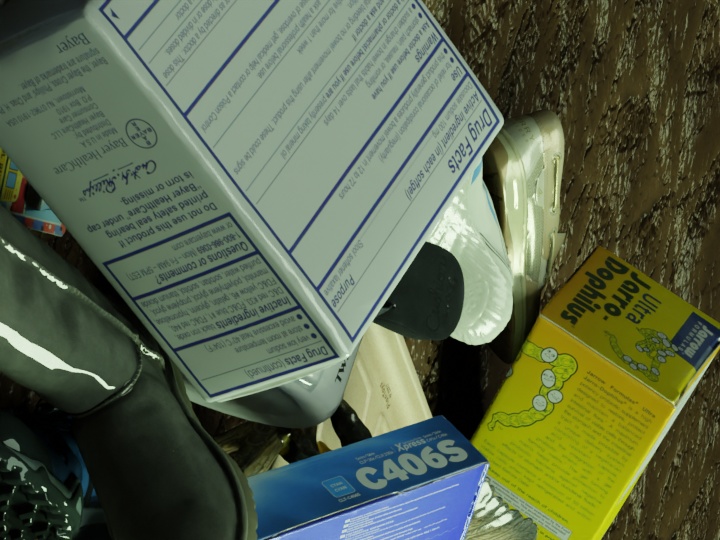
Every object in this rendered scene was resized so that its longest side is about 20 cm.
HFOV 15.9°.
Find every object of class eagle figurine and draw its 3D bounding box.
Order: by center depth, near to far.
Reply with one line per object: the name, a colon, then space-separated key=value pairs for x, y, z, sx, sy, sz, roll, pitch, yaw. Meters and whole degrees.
eagle figurine: x=0.005 y=0.144 z=1.441 sx=0.201 sy=0.151 sz=0.151 roll=61 pitch=28 yaw=-25

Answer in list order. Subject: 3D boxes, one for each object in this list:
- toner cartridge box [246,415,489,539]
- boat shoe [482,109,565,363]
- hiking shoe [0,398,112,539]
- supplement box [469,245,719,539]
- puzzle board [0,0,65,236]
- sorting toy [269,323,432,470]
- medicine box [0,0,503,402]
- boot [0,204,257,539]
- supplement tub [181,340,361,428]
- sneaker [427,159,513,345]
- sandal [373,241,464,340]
toner cartridge box: x=-0.032 y=0.143 z=1.281 sx=0.199 sy=0.043 sz=0.096 roll=-15 pitch=134 yaw=-38
boat shoe: x=0.107 y=-0.021 z=1.703 sx=0.065 sy=0.072 sz=0.201 roll=-24 pitch=136 yaw=-20
hiking shoe: x=-0.153 y=0.091 z=1.225 sx=0.200 sy=0.074 sz=0.087 roll=56 pitch=34 yaw=-65
supplement box: x=0.146 y=0.105 z=1.743 sx=0.109 sy=0.109 sz=0.201 roll=-45 pitch=165 yaw=-52
puzzle board: x=-0.154 y=-0.123 z=1.182 sx=0.151 sy=0.017 sz=0.202 roll=15 pitch=85 yaw=-66
sorting toy: x=-0.023 y=0.136 z=1.566 sx=0.201 sy=0.036 sz=0.186 roll=-60 pitch=149 yaw=-29
medicine box: x=-0.055 y=-0.077 z=1.178 sx=0.200 sy=0.103 sz=0.182 roll=53 pitch=45 yaw=-19
boot: x=-0.134 y=0.040 z=1.106 sx=0.072 sy=0.182 sz=0.200 roll=-35 pitch=144 yaw=2
supplement tub: x=-0.041 y=-0.030 z=1.344 sx=0.123 sy=0.122 sz=0.201 roll=51 pitch=54 yaw=-60
sneaker: x=0.048 y=-0.048 z=1.622 sx=0.073 sy=0.071 sz=0.201 roll=-130 pitch=-156 yaw=-61
sandal: x=0.000 y=-0.001 z=1.493 sx=0.199 sy=0.043 sz=0.077 roll=6 pitch=86 yaw=-49
